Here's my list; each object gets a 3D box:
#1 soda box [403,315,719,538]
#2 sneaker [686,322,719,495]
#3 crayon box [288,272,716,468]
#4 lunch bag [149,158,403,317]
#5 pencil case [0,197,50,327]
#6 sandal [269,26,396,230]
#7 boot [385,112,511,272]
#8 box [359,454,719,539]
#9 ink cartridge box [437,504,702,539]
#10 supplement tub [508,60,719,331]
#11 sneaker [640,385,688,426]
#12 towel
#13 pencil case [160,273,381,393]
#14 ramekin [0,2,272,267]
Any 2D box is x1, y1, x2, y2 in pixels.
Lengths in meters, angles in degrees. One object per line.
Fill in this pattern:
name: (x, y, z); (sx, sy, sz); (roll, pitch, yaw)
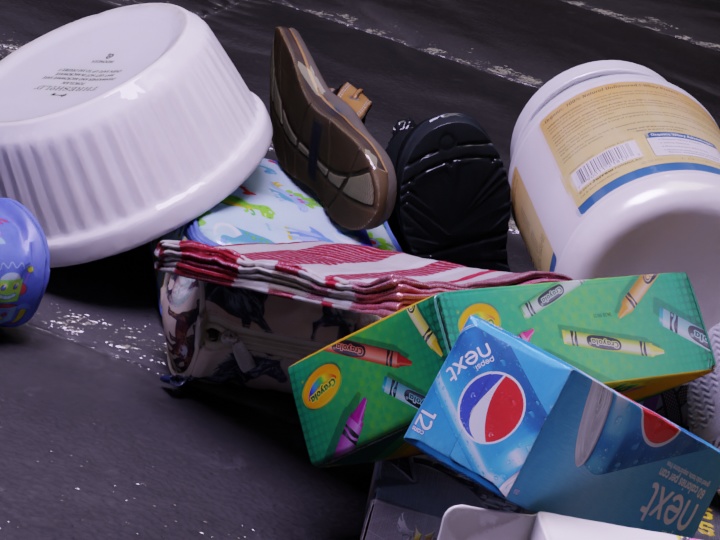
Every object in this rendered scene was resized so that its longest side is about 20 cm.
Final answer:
soda box: (0.105, 0.086, 1.161); (0.064, 0.068, 0.200); (28, -1, 33)
sneaker: (0.254, 0.119, 1.342); (0.115, 0.075, 0.200); (0, 62, -62)
crayon box: (0.076, 0.051, 1.264); (0.200, 0.058, 0.119); (-4, -17, -44)
lunch bag: (-0.052, -0.011, 1.569); (0.160, 0.083, 0.200); (14, 19, -13)
pencil case: (-0.277, -0.004, 1.365); (0.200, 0.078, 0.087); (-1, 27, -41)
sandal: (-0.013, -0.092, 1.572); (0.054, 0.082, 0.200); (-5, 30, -25)
boot: (0.052, -0.049, 1.601); (0.073, 0.199, 0.163); (-18, 35, -3)
box: (0.101, 0.139, 1.298); (0.199, 0.048, 0.158); (15, 18, 1)
ink cartridge box: (0.124, 0.181, 1.083); (0.199, 0.117, 0.068); (11, 19, -11)
supplement tub: (0.173, -0.035, 1.507); (0.144, 0.145, 0.200); (10, 28, -15)
sneaker: (0.199, 0.051, 1.609); (0.140, 0.078, 0.200); (13, 28, -13)
towel: (0.000, 0.000, 1.335); (0.144, 0.023, 0.200); (-2, 9, -45)
pencil case: (-0.019, 0.043, 1.437); (0.199, 0.078, 0.089); (9, 23, -18)
ramekin: (-0.164, -0.094, 1.543); (0.202, 0.094, 0.202); (-17, 26, 9)
